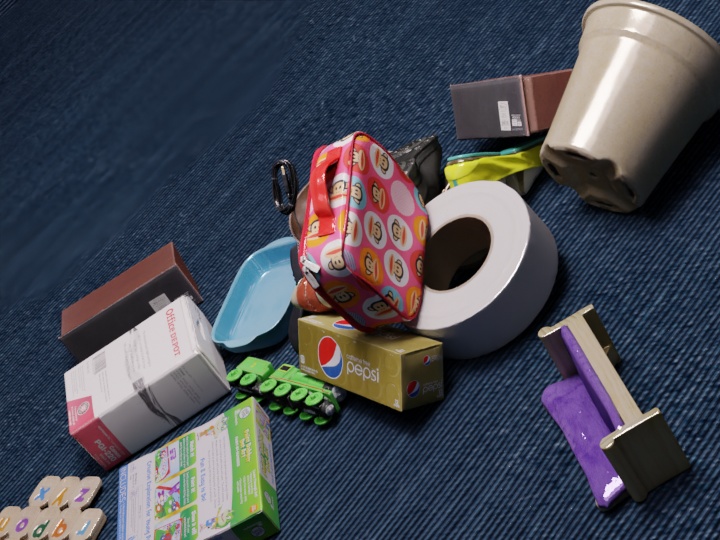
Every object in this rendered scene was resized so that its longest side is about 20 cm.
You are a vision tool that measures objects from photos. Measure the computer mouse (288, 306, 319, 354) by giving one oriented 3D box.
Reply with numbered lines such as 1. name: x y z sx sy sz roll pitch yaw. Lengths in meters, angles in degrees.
1. computer mouse: -0.055 0.009 1.790 0.034 0.058 0.202 0 68 39

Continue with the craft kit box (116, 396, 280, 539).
1. craft kit box: -0.191 0.263 1.667 0.196 0.049 0.201 -31 32 13

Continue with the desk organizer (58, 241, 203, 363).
1. desk organizer: -0.327 0.050 2.043 0.199 0.072 0.077 -31 30 7

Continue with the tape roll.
1. tape roll: 0.124 -0.001 1.650 0.201 0.071 0.204 -24 46 27

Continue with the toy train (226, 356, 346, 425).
1. toy train: -0.088 0.141 1.732 0.056 0.042 0.199 -41 31 -29

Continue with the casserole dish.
1. casserole dish: -0.122 0.038 1.897 0.120 0.039 0.201 -14 38 32

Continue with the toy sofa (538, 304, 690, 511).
1. toy sofa: 0.231 0.132 1.402 0.097 0.083 0.201 -30 33 6

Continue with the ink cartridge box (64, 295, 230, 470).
1. ink cartridge box: -0.277 0.143 1.863 0.199 0.085 0.146 -34 32 6

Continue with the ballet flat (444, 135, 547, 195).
1. ballet flat: 0.177 -0.120 1.778 0.066 0.068 0.199 -14 2 45

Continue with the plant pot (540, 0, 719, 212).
1. plant pot: 0.305 -0.177 1.658 0.199 0.200 0.185 14 68 50

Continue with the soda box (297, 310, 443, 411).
1. soda box: 0.009 0.100 1.646 0.064 0.069 0.199 -12 17 -36

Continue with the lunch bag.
1. lunch bag: -0.001 -0.049 1.609 0.081 0.176 0.202 -18 47 31

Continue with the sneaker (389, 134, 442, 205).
1. sneaker: 0.068 -0.109 1.829 0.075 0.091 0.200 -21 16 25

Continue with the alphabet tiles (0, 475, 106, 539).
1. alphabet tiles: -0.404 0.339 1.793 0.198 0.015 0.197 -6 42 38

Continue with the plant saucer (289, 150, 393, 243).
1. plant saucer: 0.003 -0.080 1.907 0.198 0.035 0.201 -14 40 12

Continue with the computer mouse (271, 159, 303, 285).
1. computer mouse: -0.079 -0.044 1.840 0.058 0.202 0.034 -23 -6 37

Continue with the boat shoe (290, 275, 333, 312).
1. boat shoe: 0.000 0.000 1.761 0.199 0.072 0.062 -28 6 -41

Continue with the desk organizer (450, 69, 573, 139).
1. desk organizer: 0.192 -0.208 1.810 0.076 0.073 0.200 -11 8 -20

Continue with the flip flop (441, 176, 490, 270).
1. flip flop: 0.131 -0.082 1.795 0.080 0.058 0.201 -20 36 24
